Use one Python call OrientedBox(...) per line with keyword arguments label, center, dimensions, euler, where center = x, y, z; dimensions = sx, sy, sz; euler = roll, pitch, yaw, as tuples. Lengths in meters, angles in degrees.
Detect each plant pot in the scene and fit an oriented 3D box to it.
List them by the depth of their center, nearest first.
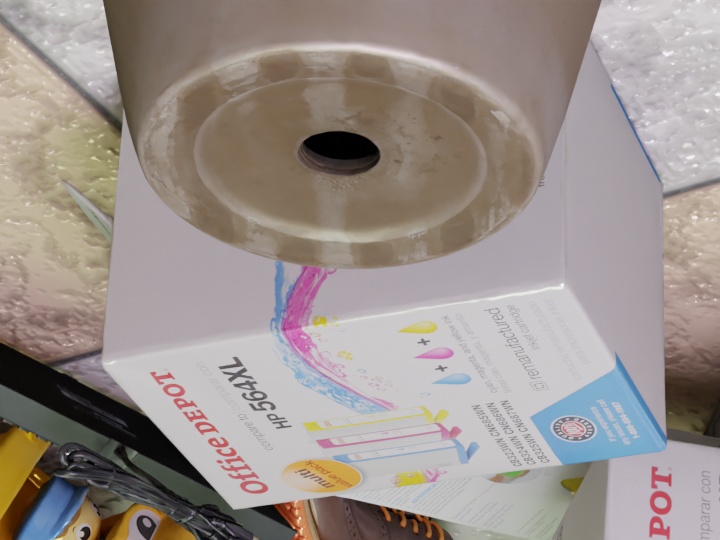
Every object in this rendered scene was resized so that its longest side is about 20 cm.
OrientedBox(label="plant pot", center=(-0.003, -0.102, 0.883), dimensions=(0.200, 0.174, 0.200), euler=(3, 149, 2))

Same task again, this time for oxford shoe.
OrientedBox(label="oxford shoe", center=(0.000, 0.123, 1.365), dimensions=(0.073, 0.071, 0.200), euler=(-31, 139, -7))

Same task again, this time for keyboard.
OrientedBox(label="keyboard", center=(-0.108, 0.074, 1.235), dimensions=(0.200, 0.127, 0.021), euler=(29, 97, -32))

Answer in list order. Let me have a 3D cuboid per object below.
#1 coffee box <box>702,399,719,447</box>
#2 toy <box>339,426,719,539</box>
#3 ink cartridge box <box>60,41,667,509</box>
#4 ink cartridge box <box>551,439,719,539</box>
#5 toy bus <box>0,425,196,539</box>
OrientedBox(label="coffee box", center=(0.214, 0.064, 1.219), dimensions=(0.113, 0.080, 0.200), euler=(5, 148, -4))
OrientedBox(label="toy", center=(0.040, 0.063, 1.264), dimensions=(0.200, 0.047, 0.115), euler=(17, 143, -18))
OrientedBox(label="ink cartridge box", center=(0.000, 0.000, 1.090), dimensions=(0.200, 0.125, 0.129), euler=(-10, 146, 19))
OrientedBox(label="ink cartridge box", center=(0.174, 0.172, 1.182), dimensions=(0.200, 0.147, 0.145), euler=(9, 148, -5))
OrientedBox(label="toy bus", center=(-0.161, 0.127, 1.307), dimensions=(0.200, 0.136, 0.192), euler=(-18, 116, 36))
